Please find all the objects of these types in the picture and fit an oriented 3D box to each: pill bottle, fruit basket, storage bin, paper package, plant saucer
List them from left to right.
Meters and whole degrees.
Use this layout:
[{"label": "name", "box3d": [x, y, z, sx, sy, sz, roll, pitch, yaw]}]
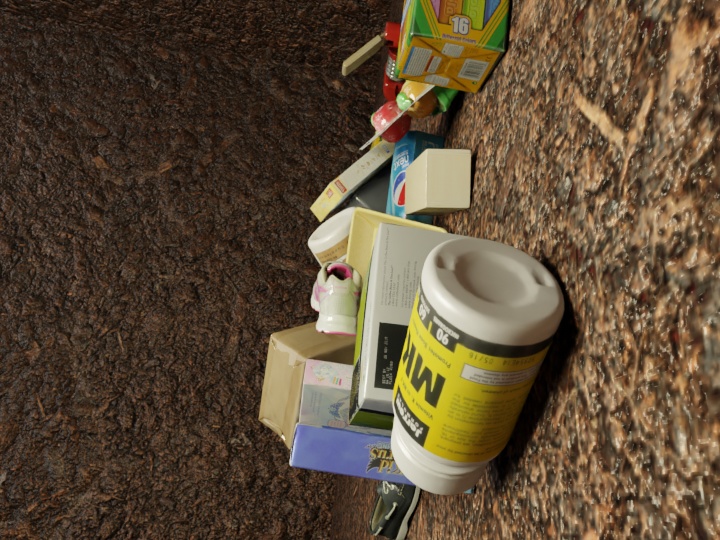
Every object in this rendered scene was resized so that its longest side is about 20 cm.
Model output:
[{"label": "paper package", "box3d": [-0.077, 0.202, 1.065, 0.197, 0.102, 0.197, -10, -62, -47]}, {"label": "pill bottle", "box3d": [0.000, 0.000, 1.035, 0.203, 0.112, 0.115, 57, -170, -17]}, {"label": "storage bin", "box3d": [0.048, -0.120, 1.120, 0.199, 0.146, 0.135, -42, -7, -30]}, {"label": "plant saucer", "box3d": [0.058, 0.017, 0.916, 0.196, 0.048, 0.207, 19, 104, 41]}, {"label": "fruit basket", "box3d": [0.070, -0.269, 0.918, 0.095, 0.197, 0.186, 53, -175, -10]}, {"label": "pill bottle", "box3d": [0.087, 0.088, 0.482, 0.116, 0.110, 0.205, -88, 6, -56]}]

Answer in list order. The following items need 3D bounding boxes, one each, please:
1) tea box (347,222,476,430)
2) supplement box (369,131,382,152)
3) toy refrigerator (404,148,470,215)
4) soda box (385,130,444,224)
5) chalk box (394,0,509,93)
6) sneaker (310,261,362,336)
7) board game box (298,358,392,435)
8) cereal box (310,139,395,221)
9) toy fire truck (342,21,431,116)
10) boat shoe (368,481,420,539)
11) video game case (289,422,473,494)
[{"label": "tea box", "box3d": [0.063, 0.084, 0.706, 0.198, 0.129, 0.207, 109, 169, -68]}, {"label": "supplement box", "box3d": [0.071, -0.247, 1.395, 0.200, 0.105, 0.114, 129, 148, -82]}, {"label": "toy refrigerator", "box3d": [0.113, -0.125, 0.846, 0.200, 0.067, 0.079, -145, 56, -86]}, {"label": "soda box", "box3d": [0.092, -0.139, 1.013, 0.063, 0.066, 0.208, 14, 98, 56]}, {"label": "chalk box", "box3d": [0.121, -0.360, 0.732, 0.125, 0.119, 0.208, 127, 150, -81]}, {"label": "sneaker", "box3d": [-0.031, 0.027, 0.871, 0.200, 0.078, 0.092, -124, 41, -73]}, {"label": "board game box", "box3d": [0.002, 0.217, 0.893, 0.203, 0.192, 0.044, 103, 173, -52]}, {"label": "cereal box", "box3d": [-0.001, -0.185, 1.099, 0.199, 0.040, 0.144, -42, 3, -24]}, {"label": "toy fire truck", "box3d": [0.065, -0.376, 1.047, 0.177, 0.193, 0.133, 106, 172, -63]}, {"label": "boat shoe", "box3d": [0.053, 0.345, 0.881, 0.076, 0.058, 0.206, -90, 8, -65]}, {"label": "video game case", "box3d": [0.016, 0.215, 0.666, 0.182, 0.193, 0.047, 113, 166, -74]}]
